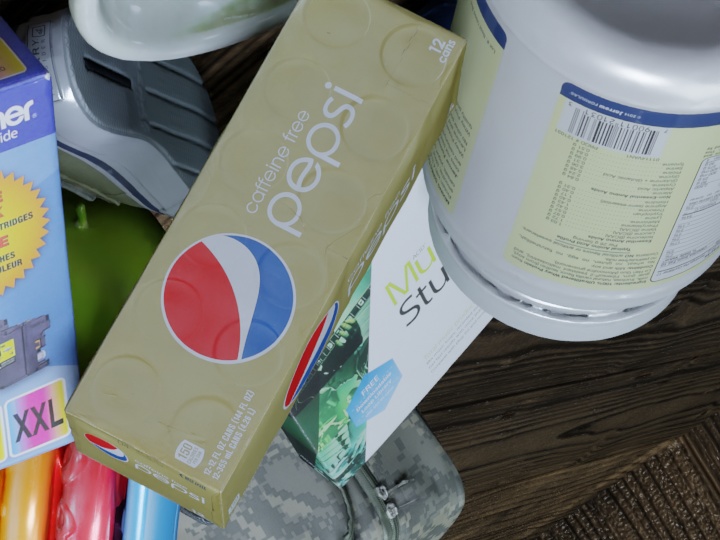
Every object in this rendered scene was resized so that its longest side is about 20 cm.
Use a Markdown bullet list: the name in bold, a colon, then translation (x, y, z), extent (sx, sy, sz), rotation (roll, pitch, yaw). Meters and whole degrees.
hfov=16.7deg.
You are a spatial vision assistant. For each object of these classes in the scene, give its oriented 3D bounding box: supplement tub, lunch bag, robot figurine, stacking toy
- **supplement tub**: translation (0.103, -0.075, 1.017), extent (0.144, 0.145, 0.200), rotation (-25, 154, -23)
- **lunch bag**: translation (-0.062, 0.114, 1.411), extent (0.167, 0.201, 0.139), rotation (-23, 163, -33)
- **robot figurine**: translation (-0.159, 0.033, 1.104), extent (0.200, 0.116, 0.175), rotation (-39, 152, 28)
- **stacking toy**: translation (-0.171, 0.080, 0.996), extent (0.199, 0.110, 0.116), rotation (7, -161, -4)

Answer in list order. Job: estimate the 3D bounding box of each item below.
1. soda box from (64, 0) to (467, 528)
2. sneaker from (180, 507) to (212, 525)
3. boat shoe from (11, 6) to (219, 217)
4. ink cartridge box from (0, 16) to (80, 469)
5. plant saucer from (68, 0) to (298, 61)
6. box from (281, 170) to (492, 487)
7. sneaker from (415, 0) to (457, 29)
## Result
- **soda box**: translation (-0.033, -0.010, 0.929), extent (0.201, 0.067, 0.064), rotation (-61, 173, -16)
- **sneaker**: translation (-0.099, 0.066, 1.288), extent (0.199, 0.140, 0.078), rotation (-27, 165, -13)
- **boat shoe**: translation (-0.111, -0.065, 1.010), extent (0.062, 0.072, 0.200), rotation (-9, 167, 14)
- **ink cartridge box**: translation (-0.178, -0.013, 0.874), extent (0.136, 0.076, 0.201), rotation (-21, 131, -24)
- **plant saucer**: translation (-0.025, -0.153, 0.888), extent (0.199, 0.050, 0.200), rotation (-29, 166, -8)
- **box**: translation (0.000, 0.000, 1.140), extent (0.144, 0.036, 0.200), rotation (-48, 147, -12)
- **sneaker**: translation (0.016, -0.070, 1.197), extent (0.111, 0.077, 0.200), rotation (-34, 175, -29)
